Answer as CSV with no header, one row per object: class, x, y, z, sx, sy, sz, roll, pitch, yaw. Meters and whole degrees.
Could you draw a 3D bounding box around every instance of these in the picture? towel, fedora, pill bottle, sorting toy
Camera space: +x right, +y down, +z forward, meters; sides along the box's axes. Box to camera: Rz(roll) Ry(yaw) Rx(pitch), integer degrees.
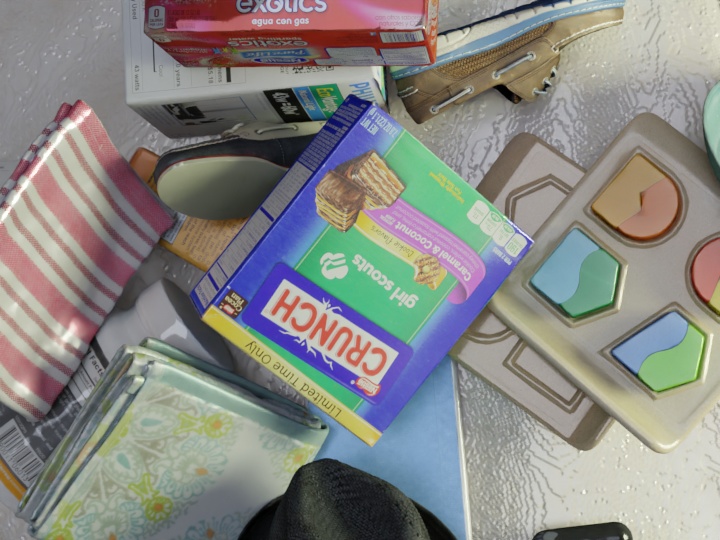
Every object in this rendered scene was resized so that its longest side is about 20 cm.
towel,-0.221,-0.004,0.882,0.030,0.147,0.201,14,64,31
fedora,-0.005,0.204,0.877,0.199,0.201,0.092,8,129,9
pill bottle,-0.209,0.102,0.976,0.200,0.116,0.117,-37,80,3
sorting toy,0.155,0.015,0.973,0.200,0.036,0.186,36,90,15
sorting toy,0.223,0.005,0.914,0.185,0.036,0.200,41,90,15
towel,-0.140,0.155,0.934,0.172,0.200,0.048,-55,36,8

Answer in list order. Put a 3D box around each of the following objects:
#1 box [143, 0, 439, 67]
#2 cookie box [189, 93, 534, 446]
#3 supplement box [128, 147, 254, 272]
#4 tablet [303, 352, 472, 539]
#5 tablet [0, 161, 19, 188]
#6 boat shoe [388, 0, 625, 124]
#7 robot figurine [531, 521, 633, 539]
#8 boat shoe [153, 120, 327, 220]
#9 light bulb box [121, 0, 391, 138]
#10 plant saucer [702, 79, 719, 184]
box,-0.046,-0.202,0.863,0.199,0.100,0.096,1,85,8
cookie box,0.000,0.000,0.914,0.171,0.075,0.200,38,91,-18
supplement box,-0.108,-0.023,0.998,0.199,0.067,0.069,29,89,11
tablet,0.022,0.167,0.985,0.129,0.014,0.201,-5,83,8
tablet,-0.310,-0.063,0.970,0.199,0.130,0.014,-3,116,-10
boat shoe,0.123,-0.173,0.982,0.199,0.072,0.073,-17,103,0
robot figurine,0.173,0.274,0.898,0.199,0.125,0.151,-12,90,7
boat shoe,-0.076,-0.086,0.954,0.199,0.071,0.063,-7,59,-35
light bulb box,-0.082,-0.223,0.984,0.199,0.125,0.200,-4,83,7
plant saucer,0.338,-0.069,0.906,0.199,0.036,0.201,11,49,-12
